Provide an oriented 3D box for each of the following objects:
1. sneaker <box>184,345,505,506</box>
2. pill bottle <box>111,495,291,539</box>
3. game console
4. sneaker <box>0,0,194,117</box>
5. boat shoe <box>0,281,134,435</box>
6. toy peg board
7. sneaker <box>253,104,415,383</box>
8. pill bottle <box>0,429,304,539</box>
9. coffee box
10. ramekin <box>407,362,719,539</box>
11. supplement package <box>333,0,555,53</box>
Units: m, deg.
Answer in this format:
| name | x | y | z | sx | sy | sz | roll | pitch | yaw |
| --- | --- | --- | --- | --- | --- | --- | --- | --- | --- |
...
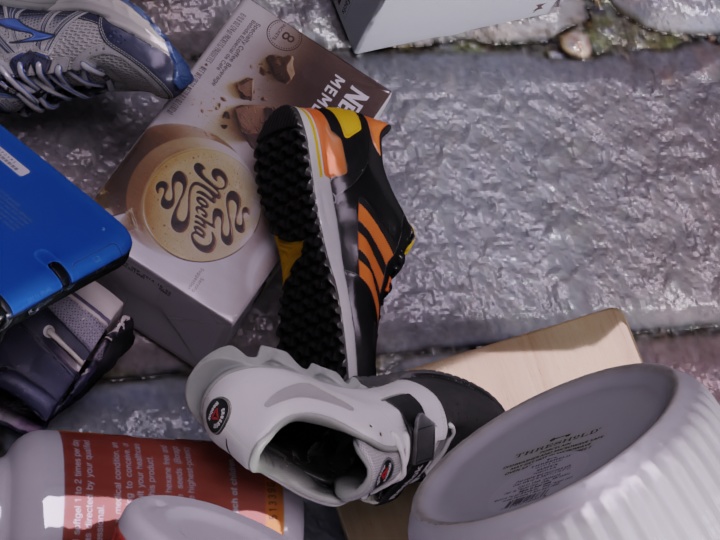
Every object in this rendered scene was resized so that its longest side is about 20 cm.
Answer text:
| name | x | y | z | sx | sy | sz | roll | pitch | yaw |
| --- | --- | --- | --- | --- | --- | --- | --- | --- | --- |
| sneaker | 0.005 | 0.099 | 1.319 | 0.200 | 0.074 | 0.089 | 8 | 27 | -30 |
| pill bottle | -0.103 | 0.228 | 1.251 | 0.112 | 0.112 | 0.200 | 20 | 99 | -6 |
| game console | -0.259 | -0.002 | 1.351 | 0.200 | 0.118 | 0.171 | 38 | 43 | 20 |
| sneaker | -0.189 | -0.126 | 1.458 | 0.200 | 0.077 | 0.085 | 19 | 70 | 32 |
| boat shoe | -0.235 | 0.015 | 1.396 | 0.200 | 0.075 | 0.093 | 31 | 56 | 1 |
| toy peg board | 0.091 | 0.154 | 1.430 | 0.199 | 0.098 | 0.200 | -17 | 69 | -7 |
| sneaker | 0.000 | 0.000 | 1.403 | 0.090 | 0.070 | 0.200 | -3 | 79 | -34 |
| pill bottle | -0.139 | 0.146 | 1.340 | 0.200 | 0.112 | 0.112 | 5 | 63 | -15 |
| coffee box | -0.082 | -0.054 | 1.473 | 0.113 | 0.080 | 0.200 | 33 | 60 | 1 |
| ramekin | 0.120 | 0.133 | 1.268 | 0.200 | 0.200 | 0.105 | -35 | 105 | -28 |
| supplement package | 0.046 | -0.275 | 1.579 | 0.152 | 0.151 | 0.200 | -14 | 70 | -23 |
